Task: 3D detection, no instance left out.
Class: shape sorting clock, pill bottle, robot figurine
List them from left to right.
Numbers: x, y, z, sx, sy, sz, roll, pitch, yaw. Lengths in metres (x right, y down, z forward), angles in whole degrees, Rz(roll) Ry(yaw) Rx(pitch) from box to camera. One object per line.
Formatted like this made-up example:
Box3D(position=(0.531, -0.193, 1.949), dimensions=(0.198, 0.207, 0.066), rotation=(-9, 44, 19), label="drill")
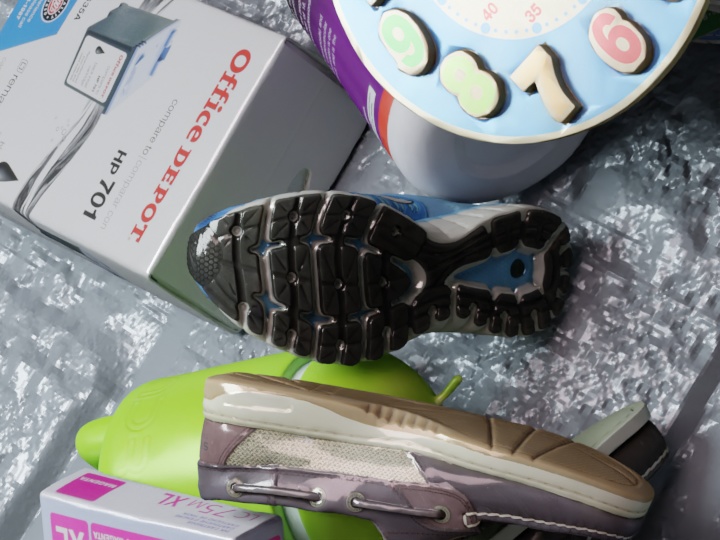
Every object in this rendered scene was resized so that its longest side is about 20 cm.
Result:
Box3D(position=(-0.041, 0.099, 1.280), dimensions=(0.200, 0.116, 0.176), rotation=(-12, 56, 31), label="robot figurine")
Box3D(position=(0.031, -0.132, 1.351), dimensions=(0.112, 0.112, 0.200), rotation=(-42, 49, 11), label="pill bottle")
Box3D(position=(0.068, -0.156, 1.212), dimensions=(0.200, 0.039, 0.200), rotation=(1, 91, 33), label="shape sorting clock")

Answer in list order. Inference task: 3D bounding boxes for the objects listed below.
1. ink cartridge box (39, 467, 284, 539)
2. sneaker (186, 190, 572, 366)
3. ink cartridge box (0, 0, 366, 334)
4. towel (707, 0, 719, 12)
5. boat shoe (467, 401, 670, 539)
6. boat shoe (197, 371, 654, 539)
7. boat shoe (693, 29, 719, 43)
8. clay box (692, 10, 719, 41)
Box3D(position=(-0.085, 0.198, 1.238), dimensions=(0.119, 0.042, 0.200), rotation=(9, 112, 37), label="ink cartridge box")
Box3D(position=(0.000, 0.000, 1.267), dimensions=(0.090, 0.200, 0.078), rotation=(13, 98, 52), label="sneaker")
Box3D(position=(-0.115, -0.073, 1.446), dimensions=(0.200, 0.086, 0.147), rotation=(25, 83, 43), label="ink cartridge box")
Box3D(position=(0.128, -0.192, 1.208), dimensions=(0.200, 0.023, 0.153), rotation=(10, 97, 33), label="towel")
Box3D(position=(0.068, 0.143, 1.216), dimensions=(0.201, 0.072, 0.061), rotation=(-43, 91, -5), label="boat shoe")
Box3D(position=(0.025, 0.092, 1.169), dimensions=(0.200, 0.072, 0.065), rotation=(13, 97, 9), label="boat shoe")
Box3D(position=(0.135, -0.164, 1.318), dimensions=(0.200, 0.072, 0.072), rotation=(19, 78, 41), label="boat shoe")
Box3D(position=(0.146, -0.213, 1.240), dimensions=(0.115, 0.048, 0.200), rotation=(-24, 78, 27), label="clay box")
